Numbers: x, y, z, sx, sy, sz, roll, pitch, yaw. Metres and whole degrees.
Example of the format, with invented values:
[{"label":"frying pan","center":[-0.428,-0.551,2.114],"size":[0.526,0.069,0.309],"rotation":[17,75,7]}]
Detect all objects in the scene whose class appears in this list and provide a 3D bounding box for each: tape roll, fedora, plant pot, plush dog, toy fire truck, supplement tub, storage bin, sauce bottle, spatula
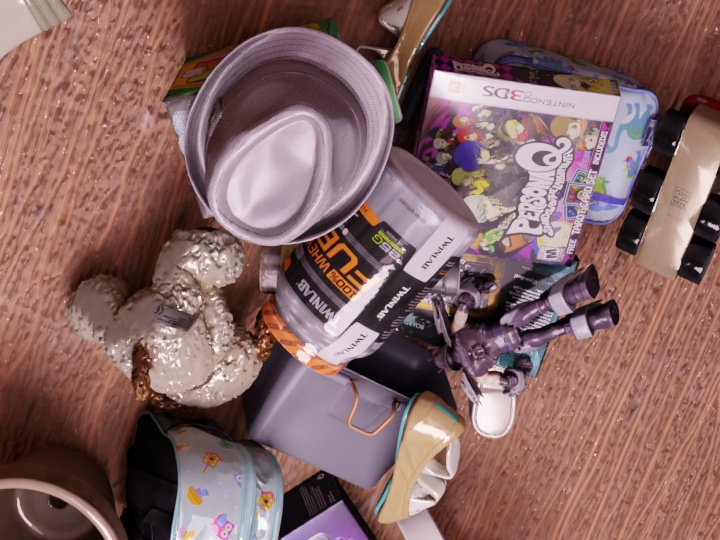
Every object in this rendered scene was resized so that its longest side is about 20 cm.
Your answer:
[{"label":"tape roll","center":[0.094,0.331,1.610],"size":[0.037,0.203,0.204],"rotation":[-30,116,-2]},{"label":"fedora","center":[-0.067,-0.100,1.288],"size":[0.176,0.090,0.200],"rotation":[36,113,-12]},{"label":"plant pot","center":[-0.313,0.257,1.470],"size":[0.198,0.175,0.202],"rotation":[1,109,2]},{"label":"plush dog","center":[-0.165,0.075,1.454],"size":[0.199,0.162,0.172],"rotation":[-27,143,22]},{"label":"toy fire truck","center":[0.372,-0.095,1.566],"size":[0.128,0.200,0.177],"rotation":[24,120,16]},{"label":"supplement tub","center":[0.006,-0.005,1.398],"size":[0.122,0.123,0.200],"rotation":[34,106,-24]},{"label":"storage bin","center":[-0.020,0.136,1.542],"size":[0.199,0.146,0.135],"rotation":[25,113,-23]},{"label":"sauce bottle","center":[0.000,0.000,1.498],"size":[0.198,0.065,0.065],"rotation":[5,111,0]},{"label":"spatula","center":[0.035,-0.130,1.503],"size":[0.056,0.021,0.201],"rotation":[25,101,-1]}]

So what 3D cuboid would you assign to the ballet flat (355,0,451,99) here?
[{"label":"ballet flat","center":[0.032,-0.216,1.447],"size":[0.063,0.069,0.201],"rotation":[25,102,-8]}]

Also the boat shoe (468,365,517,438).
[{"label":"boat shoe","center":[0.153,0.079,1.611],"size":[0.066,0.057,0.202],"rotation":[11,104,-2]}]

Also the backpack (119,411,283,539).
[{"label":"backpack","center":[-0.158,0.241,1.483],"size":[0.152,0.200,0.178],"rotation":[10,92,-13]}]

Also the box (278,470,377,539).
[{"label":"box","center":[-0.039,0.340,1.646],"size":[0.140,0.079,0.201],"rotation":[-31,116,2]}]

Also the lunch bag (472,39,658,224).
[{"label":"lunch bag","center":[0.192,-0.134,1.515],"size":[0.198,0.083,0.162],"rotation":[13,111,-18]}]

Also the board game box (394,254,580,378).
[{"label":"board game box","center":[0.110,0.019,1.551],"size":[0.198,0.028,0.136],"rotation":[18,104,-5]}]

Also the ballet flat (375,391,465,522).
[{"label":"ballet flat","center":[0.059,0.199,1.475],"size":[0.063,0.069,0.201],"rotation":[25,141,11]}]

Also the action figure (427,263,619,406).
[{"label":"action figure","center":[0.157,0.062,1.514],"size":[0.199,0.070,0.131],"rotation":[-21,111,20]}]

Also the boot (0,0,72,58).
[{"label":"boot","center":[-0.364,-0.264,1.315],"size":[0.154,0.072,0.201],"rotation":[-34,121,1]}]

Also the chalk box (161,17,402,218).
[{"label":"chalk box","center":[-0.062,-0.147,1.385],"size":[0.198,0.124,0.126],"rotation":[-13,115,11]}]

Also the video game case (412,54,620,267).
[{"label":"video game case","center":[0.139,-0.102,1.445],"size":[0.179,0.036,0.201],"rotation":[8,126,-6]}]
